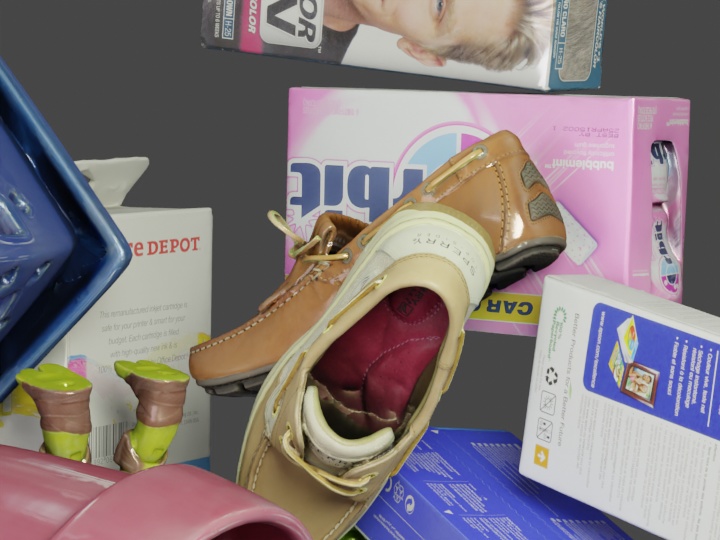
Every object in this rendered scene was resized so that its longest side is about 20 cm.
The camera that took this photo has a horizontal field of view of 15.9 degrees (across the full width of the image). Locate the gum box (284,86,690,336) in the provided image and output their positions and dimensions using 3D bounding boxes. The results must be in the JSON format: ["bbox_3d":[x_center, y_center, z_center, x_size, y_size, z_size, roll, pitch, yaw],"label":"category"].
[{"bbox_3d":[0.064,-0.029,1.242,0.200,0.066,0.114,4,95,31],"label":"gum box"}]

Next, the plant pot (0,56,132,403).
[{"bbox_3d":[-0.239,-0.017,1.213,0.200,0.180,0.200,-45,69,25],"label":"plant pot"}]

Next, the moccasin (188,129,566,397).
[{"bbox_3d":[-0.001,0.000,1.199,0.201,0.074,0.078,-33,72,32],"label":"moccasin"}]

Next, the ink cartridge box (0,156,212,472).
[{"bbox_3d":[-0.163,0.040,1.350,0.125,0.129,0.200,3,94,31],"label":"ink cartridge box"}]

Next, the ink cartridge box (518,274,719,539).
[{"bbox_3d":[0.146,0.069,1.100,0.200,0.037,0.095,22,109,53],"label":"ink cartridge box"}]

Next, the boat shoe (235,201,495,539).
[{"bbox_3d":[-0.007,0.061,1.148,0.074,0.066,0.200,25,119,-1],"label":"boat shoe"}]

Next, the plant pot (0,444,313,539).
[{"bbox_3d":[-0.142,0.160,1.118,0.179,0.200,0.200,23,105,27],"label":"plant pot"}]

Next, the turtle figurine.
[{"bbox_3d":[-0.135,0.127,1.237,0.064,0.200,0.161,-133,44,-69],"label":"turtle figurine"}]

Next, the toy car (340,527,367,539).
[{"bbox_3d":[0.051,0.215,1.232,0.200,0.158,0.164,5,106,19],"label":"toy car"}]

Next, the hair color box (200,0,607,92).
[{"bbox_3d":[0.021,-0.148,1.263,0.200,0.061,0.100,9,99,30],"label":"hair color box"}]

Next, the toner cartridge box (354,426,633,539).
[{"bbox_3d":[0.071,0.130,1.183,0.200,0.095,0.043,41,120,57],"label":"toner cartridge box"}]
